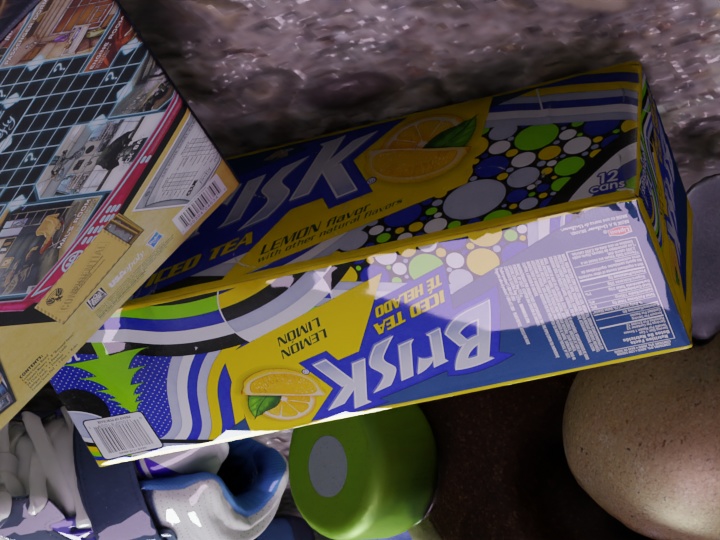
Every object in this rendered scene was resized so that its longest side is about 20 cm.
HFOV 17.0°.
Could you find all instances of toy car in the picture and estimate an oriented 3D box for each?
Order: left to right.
[{"bbox_3d":[0.102,0.043,0.841,0.164,0.158,0.200,2,130,-40],"label":"toy car"}]

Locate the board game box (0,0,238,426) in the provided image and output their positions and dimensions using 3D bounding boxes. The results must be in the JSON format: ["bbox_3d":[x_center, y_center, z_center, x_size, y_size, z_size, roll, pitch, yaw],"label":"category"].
[{"bbox_3d":[-0.132,0.009,0.657,0.200,0.035,0.136,-46,153,-8],"label":"board game box"}]

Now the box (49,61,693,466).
[{"bbox_3d":[0.000,0.000,0.749,0.199,0.070,0.064,-12,127,17],"label":"box"}]

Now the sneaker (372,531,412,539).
[{"bbox_3d":[0.070,0.133,0.960,0.199,0.111,0.077,25,123,-19],"label":"sneaker"}]

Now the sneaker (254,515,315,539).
[{"bbox_3d":[-0.093,0.161,1.087,0.082,0.074,0.200,18,146,-34],"label":"sneaker"}]

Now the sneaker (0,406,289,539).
[{"bbox_3d":[-0.121,0.068,0.897,0.146,0.081,0.200,-32,140,31],"label":"sneaker"}]
